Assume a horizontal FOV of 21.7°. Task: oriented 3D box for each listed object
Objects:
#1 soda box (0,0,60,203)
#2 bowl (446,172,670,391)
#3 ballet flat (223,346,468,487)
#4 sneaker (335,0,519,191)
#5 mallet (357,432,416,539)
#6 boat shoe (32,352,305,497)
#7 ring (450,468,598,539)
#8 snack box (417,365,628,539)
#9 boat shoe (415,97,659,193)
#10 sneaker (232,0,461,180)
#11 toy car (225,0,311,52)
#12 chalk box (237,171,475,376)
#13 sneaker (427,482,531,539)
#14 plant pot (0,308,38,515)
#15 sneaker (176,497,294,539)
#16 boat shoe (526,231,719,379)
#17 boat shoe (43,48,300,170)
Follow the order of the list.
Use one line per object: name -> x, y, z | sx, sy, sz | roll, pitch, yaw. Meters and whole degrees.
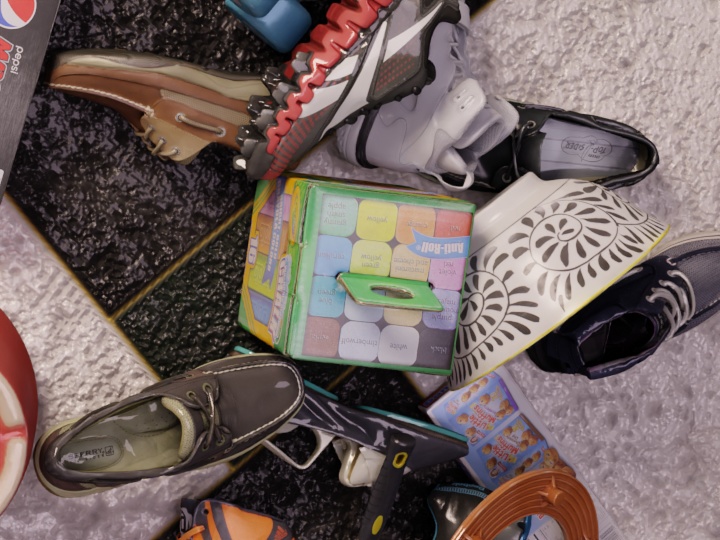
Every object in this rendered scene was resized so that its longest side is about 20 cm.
soda box -> -0.253, -0.147, 1.290 | 0.063, 0.071, 0.200 | 17, 90, -17
bowl -> 0.117, -0.009, 1.364 | 0.201, 0.201, 0.094 | -38, 91, -10
ballet flat -> -0.019, 0.121, 1.392 | 0.200, 0.073, 0.073 | 22, 89, -12
sneaker -> 0.066, -0.156, 1.359 | 0.075, 0.115, 0.200 | 15, 97, -61
mallet -> -0.006, 0.205, 1.386 | 0.066, 0.041, 0.200 | 2, 119, -16
boat shoe -> -0.126, 0.109, 1.301 | 0.201, 0.066, 0.072 | -17, 92, -17
ring -> 0.116, 0.243, 1.398 | 0.200, 0.019, 0.201 | -23, 124, -39
snack box -> 0.130, 0.162, 1.464 | 0.072, 0.024, 0.200 | -38, 105, -8
boat shoe -> 0.134, -0.089, 1.417 | 0.199, 0.066, 0.075 | 8, 95, -17
sneaker -> -0.005, -0.134, 1.294 | 0.098, 0.071, 0.201 | 35, 96, -21
toy car -> -0.076, -0.292, 1.308 | 0.200, 0.177, 0.184 | 40, 89, 11
chalk box -> 0.000, 0.000, 1.316 | 0.124, 0.200, 0.124 | 7, 94, -18
sneaker -> 0.067, 0.259, 1.444 | 0.082, 0.073, 0.200 | 19, 95, 11
plant pot -> -0.301, 0.101, 1.247 | 0.200, 0.177, 0.201 | -2, 96, -17
sneaker -> -0.140, 0.225, 1.372 | 0.200, 0.078, 0.112 | -10, 88, -17
boat shoe -> 0.231, 0.031, 1.446 | 0.200, 0.093, 0.075 | -27, 103, -12
boat shoe -> -0.125, -0.112, 1.333 | 0.200, 0.076, 0.074 | 9, 96, -17
